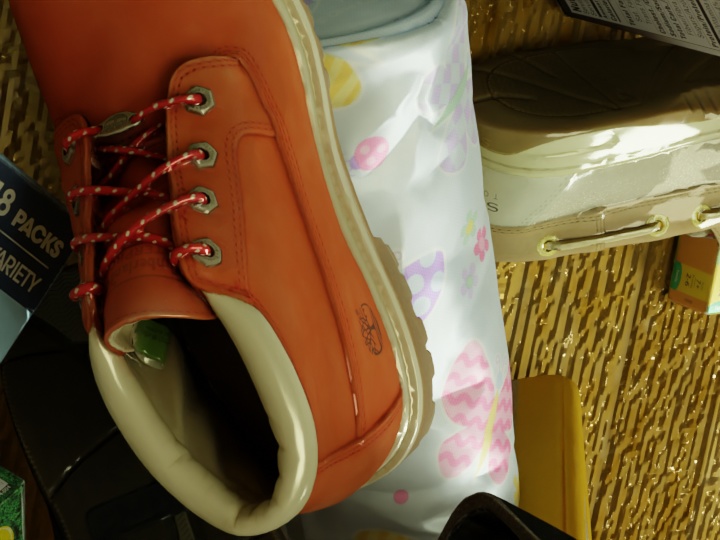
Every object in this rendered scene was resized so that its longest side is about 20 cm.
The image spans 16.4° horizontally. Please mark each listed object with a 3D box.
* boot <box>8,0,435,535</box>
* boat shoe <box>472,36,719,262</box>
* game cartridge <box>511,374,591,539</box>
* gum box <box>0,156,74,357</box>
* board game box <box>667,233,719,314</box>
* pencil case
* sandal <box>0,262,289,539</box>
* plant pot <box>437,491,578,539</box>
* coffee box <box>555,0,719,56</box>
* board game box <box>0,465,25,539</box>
[{"bbox_3d":[-0.049,-0.025,0.664,0.201,0.075,0.107,63,23,-1],"label":"boot"},{"bbox_3d":[0.119,-0.044,0.876,0.198,0.074,0.067,-6,126,-22],"label":"boat shoe"},{"bbox_3d":[0.070,0.160,0.850,0.032,0.200,0.178,-5,117,4],"label":"game cartridge"},{"bbox_3d":[-0.185,0.025,0.639,0.170,0.044,0.201,42,76,-43],"label":"gum box"},{"bbox_3d":[0.172,-0.085,0.946,0.095,0.030,0.202,-4,106,-41],"label":"board game box"},{"bbox_3d":[0.000,0.000,0.780,0.091,0.083,0.201,-38,130,-40],"label":"pencil case"},{"bbox_3d":[-0.056,0.092,0.721,0.081,0.201,0.055,-21,153,-1],"label":"sandal"},{"bbox_3d":[0.094,0.208,0.668,0.177,0.200,0.201,22,101,-37],"label":"plant pot"},{"bbox_3d":[0.148,-0.127,0.784,0.113,0.199,0.080,-47,128,-16],"label":"coffee box"},{"bbox_3d":[-0.133,0.155,0.710,0.105,0.023,0.201,-38,146,-40],"label":"board game box"}]
